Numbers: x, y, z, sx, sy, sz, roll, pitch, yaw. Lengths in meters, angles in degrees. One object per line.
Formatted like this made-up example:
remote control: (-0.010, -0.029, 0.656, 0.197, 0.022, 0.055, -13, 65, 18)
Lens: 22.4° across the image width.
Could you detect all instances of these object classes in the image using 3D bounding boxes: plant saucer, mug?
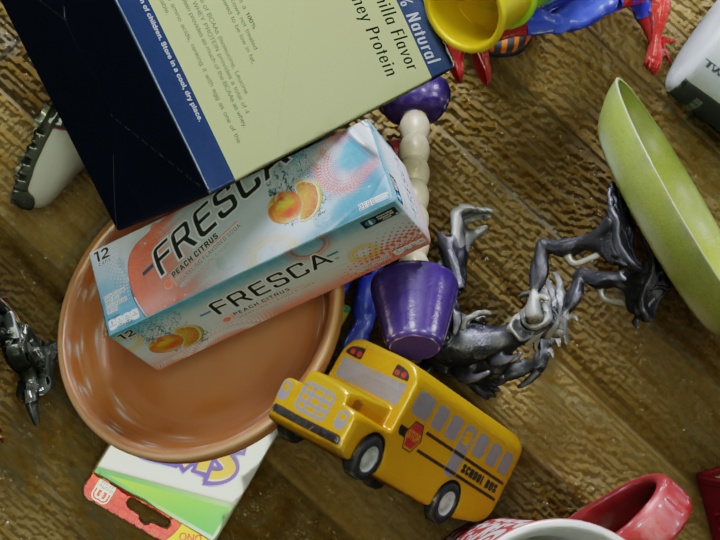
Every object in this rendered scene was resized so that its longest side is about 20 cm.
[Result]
plant saucer: (0.206, -0.033, 1.189, 0.031, 0.200, 0.200, -31, 90, 15)
plant saucer: (-0.101, 0.032, 1.177, 0.200, 0.037, 0.201, -9, 64, 19)
mug: (0.125, 0.212, 1.150, 0.177, 0.200, 0.134, -15, 88, -8)

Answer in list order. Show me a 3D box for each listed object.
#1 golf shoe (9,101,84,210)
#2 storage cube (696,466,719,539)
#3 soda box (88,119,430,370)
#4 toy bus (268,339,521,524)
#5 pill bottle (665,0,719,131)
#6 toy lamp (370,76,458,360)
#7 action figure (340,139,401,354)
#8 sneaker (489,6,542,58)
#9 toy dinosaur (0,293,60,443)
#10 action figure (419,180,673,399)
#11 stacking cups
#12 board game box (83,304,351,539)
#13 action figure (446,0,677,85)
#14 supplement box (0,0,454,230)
golf shoe: (-0.154, -0.112, 1.202, 0.088, 0.077, 0.200, 37, 83, -8)
storage cube: (0.344, 0.203, 1.193, 0.200, 0.171, 0.180, -14, 89, -8)
soda box: (-0.063, -0.014, 1.119, 0.200, 0.068, 0.064, -25, 60, 11)
toy bus: (0.026, 0.103, 1.149, 0.065, 0.200, 0.078, 25, 83, 36)
pill bottle: (0.317, -0.109, 1.242, 0.200, 0.106, 0.106, 35, 83, -3)
toy lamp: (0.035, -0.037, 1.173, 0.058, 0.058, 0.200, 4, 59, -7)
action figure: (0.000, 0.000, 1.211, 0.065, 0.052, 0.200, 19, 65, -5)
sneaker: (0.092, -0.248, 1.220, 0.077, 0.112, 0.200, -4, 88, -7)
toy dinosaur: (-0.258, 0.039, 1.143, 0.102, 0.136, 0.200, -7, 45, 7)
action figure: (0.104, 0.018, 1.207, 0.200, 0.102, 0.119, -25, 133, 26)
stacking cups: (0.121, -0.205, 1.164, 0.200, 0.060, 0.061, -38, 91, -40)
board game box: (-0.097, 0.087, 1.220, 0.095, 0.030, 0.200, 31, 86, -5)
action figure: (0.161, -0.155, 1.223, 0.200, 0.065, 0.099, -29, 109, -16)
supplement box: (-0.088, -0.162, 1.123, 0.200, 0.134, 0.200, -30, 98, -32)
